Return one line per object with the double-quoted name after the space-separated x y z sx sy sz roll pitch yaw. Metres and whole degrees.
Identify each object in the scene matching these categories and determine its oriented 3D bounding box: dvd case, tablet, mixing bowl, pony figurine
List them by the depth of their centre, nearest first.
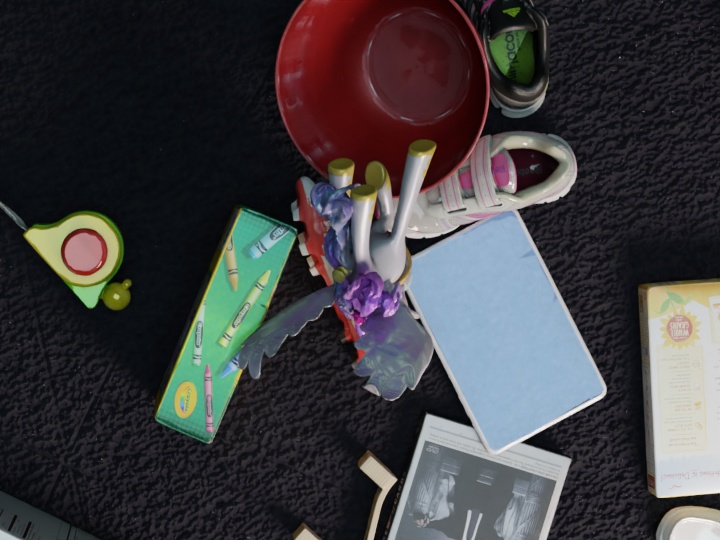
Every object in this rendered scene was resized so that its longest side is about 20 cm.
0.003 0.009 1.427 0.165 0.193 0.202 15 122 26 "pony figurine"
0.035 -0.173 1.506 0.198 0.108 0.202 6 107 21 "mixing bowl"
0.132 0.056 1.584 0.129 0.014 0.201 -27 88 -5 "tablet"
0.099 0.250 1.597 0.149 0.025 0.202 17 90 -7 "dvd case"

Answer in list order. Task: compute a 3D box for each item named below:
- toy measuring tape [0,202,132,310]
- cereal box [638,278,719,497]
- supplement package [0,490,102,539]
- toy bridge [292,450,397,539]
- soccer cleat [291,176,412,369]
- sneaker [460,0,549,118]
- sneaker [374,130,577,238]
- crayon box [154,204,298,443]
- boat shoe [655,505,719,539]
-0.270 -0.048 1.516 0.073 0.074 0.200 -42 97 -3 "toy measuring tape"
0.340 0.109 1.608 0.142 0.040 0.202 -3 94 -6 "cereal box"
-0.296 0.324 1.494 0.199 0.147 0.193 28 90 -7 "supplement package"
-0.035 0.265 1.581 0.067 0.027 0.200 42 89 -8 "toy bridge"
0.000 0.000 1.548 0.084 0.069 0.202 -23 100 1 "soccer cleat"
0.130 -0.239 1.539 0.073 0.087 0.202 -15 95 -5 "sneaker"
0.107 -0.086 1.540 0.198 0.088 0.082 -17 87 -5 "sneaker"
-0.122 0.044 1.512 0.058 0.119 0.202 22 91 -7 "crayon box"
0.376 0.284 1.607 0.199 0.069 0.071 26 92 -7 "boat shoe"
